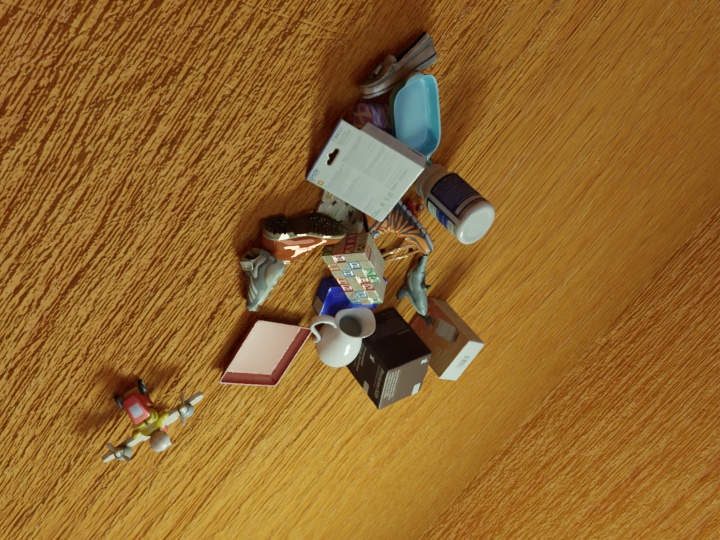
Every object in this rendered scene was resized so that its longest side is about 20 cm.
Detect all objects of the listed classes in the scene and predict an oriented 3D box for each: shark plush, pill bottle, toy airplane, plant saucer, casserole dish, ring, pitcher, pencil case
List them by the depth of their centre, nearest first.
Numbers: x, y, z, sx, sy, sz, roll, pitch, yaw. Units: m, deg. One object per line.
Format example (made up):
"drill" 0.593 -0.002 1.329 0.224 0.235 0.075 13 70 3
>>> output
"casserole dish" 0.109 -0.311 1.301 0.120 0.039 0.203 -32 135 -22
"pencil case" 0.068 -0.310 1.358 0.196 0.085 0.086 -7 119 -41
"toy airplane" -0.476 0.361 1.453 0.196 0.141 0.203 6 122 -46
"pill bottle" 0.226 -0.168 1.550 0.114 0.201 0.117 -25 142 -21
"plant saucer" -0.244 0.205 1.608 0.197 0.037 0.202 15 116 -49
"ring" 0.095 -0.048 1.609 0.195 0.020 0.200 -17 174 -2
"pitcher" -0.070 0.171 1.657 0.167 0.124 0.201 9 148 -18
"shark plush" 0.179 0.029 1.796 0.089 0.083 0.204 -11 133 -35

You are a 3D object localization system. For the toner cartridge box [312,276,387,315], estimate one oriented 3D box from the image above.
"toner cartridge box" -0.027 0.061 1.667 0.196 0.043 0.097 -5 130 -40

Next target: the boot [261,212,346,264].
"boot" -0.129 -0.067 1.415 0.194 0.076 0.109 -4 134 -21

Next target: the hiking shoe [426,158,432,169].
"hiking shoe" 0.073 -0.234 1.443 0.195 0.076 0.103 -1 120 -30

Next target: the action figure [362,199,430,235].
"action figure" 0.105 -0.112 1.567 0.198 0.098 0.066 -32 146 -34

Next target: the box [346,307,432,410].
"box" 0.073 0.248 1.814 0.161 0.200 0.169 -16 136 -30

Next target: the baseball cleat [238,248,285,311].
"baseball cleat" -0.233 0.014 1.413 0.200 0.106 0.070 -47 -174 46

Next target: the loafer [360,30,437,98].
"loafer" 0.072 -0.418 1.281 0.198 0.071 0.064 -35 126 -22

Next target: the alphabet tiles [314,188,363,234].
"alphabet tiles" -0.018 -0.160 1.482 0.196 0.015 0.199 -5 127 -41

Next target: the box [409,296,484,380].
"box" 0.253 0.209 1.945 0.105 0.200 0.154 15 116 -50

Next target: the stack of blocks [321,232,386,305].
"stack of blocks" 0.000 0.000 1.517 0.112 0.060 0.202 -3 142 24

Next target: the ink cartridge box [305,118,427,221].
"ink cartridge box" 0.009 -0.213 1.321 0.197 0.044 0.197 29 141 -12

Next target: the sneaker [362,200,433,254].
"sneaker" 0.076 -0.095 1.484 0.112 0.201 0.078 -42 180 -9
